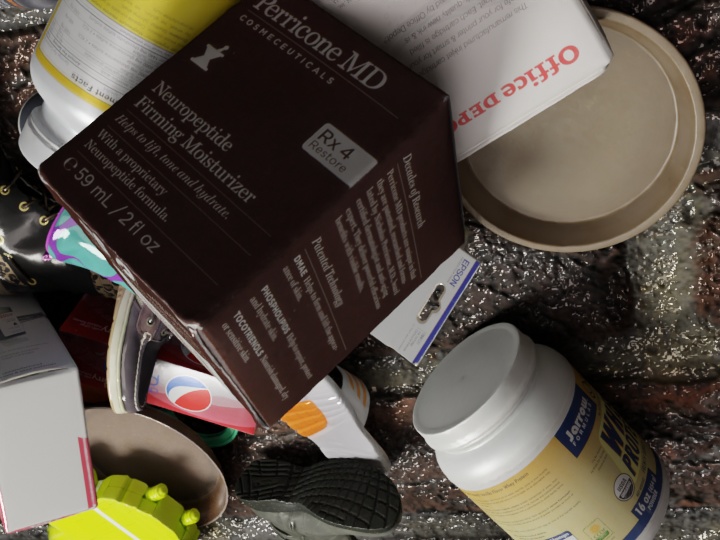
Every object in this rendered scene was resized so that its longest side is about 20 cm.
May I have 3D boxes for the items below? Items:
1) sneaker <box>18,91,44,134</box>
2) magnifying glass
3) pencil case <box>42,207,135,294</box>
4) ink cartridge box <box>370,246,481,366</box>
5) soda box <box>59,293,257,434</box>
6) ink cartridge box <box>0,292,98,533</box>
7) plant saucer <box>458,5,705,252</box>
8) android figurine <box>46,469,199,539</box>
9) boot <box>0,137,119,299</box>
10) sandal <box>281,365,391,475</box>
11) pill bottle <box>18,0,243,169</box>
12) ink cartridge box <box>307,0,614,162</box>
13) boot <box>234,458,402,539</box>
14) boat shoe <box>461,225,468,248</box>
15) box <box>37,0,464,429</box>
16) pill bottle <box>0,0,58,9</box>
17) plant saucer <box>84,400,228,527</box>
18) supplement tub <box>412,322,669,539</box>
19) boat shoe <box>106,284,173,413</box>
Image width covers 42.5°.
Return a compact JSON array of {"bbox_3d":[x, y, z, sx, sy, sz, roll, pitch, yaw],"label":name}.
[{"bbox_3d":[-0.183,-0.115,0.739,0.198,0.079,0.079,9,86,1],"label":"sneaker"},{"bbox_3d":[-0.219,0.136,0.956,0.198,0.022,0.080,10,124,5],"label":"magnifying glass"},{"bbox_3d":[-0.145,0.002,0.739,0.199,0.085,0.093,32,119,-9],"label":"pencil case"},{"bbox_3d":[-0.004,-0.022,0.734,0.200,0.039,0.100,37,105,17],"label":"ink cartridge box"},{"bbox_3d":[-0.181,0.086,0.882,0.198,0.070,0.064,16,128,2],"label":"soda box"},{"bbox_3d":[-0.312,0.117,0.845,0.084,0.200,0.147,-12,115,-26],"label":"ink cartridge box"},{"bbox_3d":[0.158,-0.106,0.708,0.198,0.030,0.201,6,124,9],"label":"plant saucer"},{"bbox_3d":[-0.254,0.277,1.003,0.182,0.041,0.199,43,130,-20],"label":"android figurine"},{"bbox_3d":[-0.275,-0.053,0.814,0.149,0.073,0.201,8,127,9],"label":"boot"},{"bbox_3d":[-0.025,0.132,0.890,0.079,0.060,0.207,-4,143,24],"label":"sandal"},{"bbox_3d":[-0.155,-0.155,0.632,0.112,0.112,0.201,31,110,-8],"label":"pill bottle"},{"bbox_3d":[0.051,-0.189,0.607,0.146,0.083,0.200,-30,112,22],"label":"ink cartridge box"},{"bbox_3d":[-0.023,0.253,0.941,0.199,0.068,0.131,0,136,36],"label":"boot"},{"bbox_3d":[-0.001,0.002,0.787,0.201,0.072,0.060,-30,117,31],"label":"boat shoe"},{"bbox_3d":[-0.060,-0.041,0.604,0.166,0.200,0.165,40,165,27],"label":"box"},{"bbox_3d":[-0.275,-0.246,0.671,0.198,0.106,0.107,7,123,9],"label":"pill bottle"},{"bbox_3d":[-0.230,0.201,0.976,0.198,0.032,0.201,9,133,9],"label":"plant saucer"},{"bbox_3d":[0.155,0.156,0.805,0.144,0.145,0.200,-37,109,30],"label":"supplement tub"},{"bbox_3d":[-0.175,0.028,0.806,0.064,0.072,0.202,9,87,-3],"label":"boat shoe"}]
